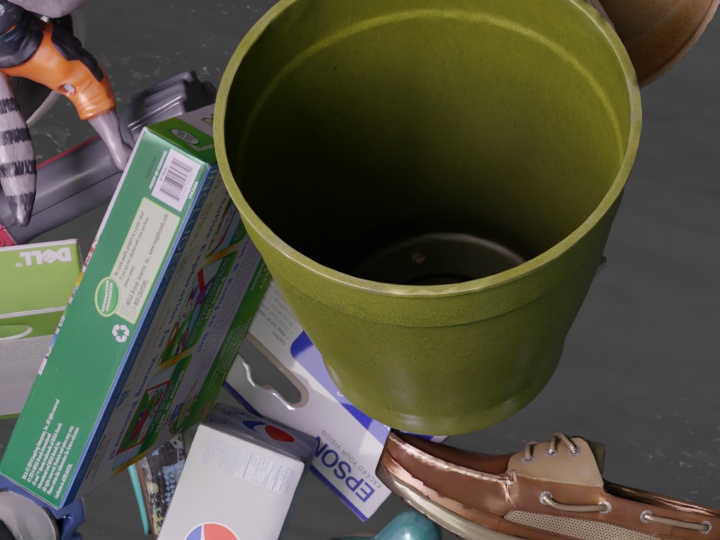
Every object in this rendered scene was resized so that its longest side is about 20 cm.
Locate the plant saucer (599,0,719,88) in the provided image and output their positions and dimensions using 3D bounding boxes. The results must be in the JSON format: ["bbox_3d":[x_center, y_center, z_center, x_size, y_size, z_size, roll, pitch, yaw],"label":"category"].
[{"bbox_3d":[0.108,-0.187,1.443,0.200,0.035,0.201,8,106,28],"label":"plant saucer"}]

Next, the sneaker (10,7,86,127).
[{"bbox_3d":[-0.246,-0.093,1.568,0.200,0.099,0.071,-30,88,21],"label":"sneaker"}]

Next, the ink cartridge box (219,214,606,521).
[{"bbox_3d":[0.000,0.000,1.529,0.198,0.047,0.200,44,113,5],"label":"ink cartridge box"}]

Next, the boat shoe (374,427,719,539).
[{"bbox_3d":[0.108,0.123,1.494,0.200,0.076,0.074,23,97,-4],"label":"boat shoe"}]

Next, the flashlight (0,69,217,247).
[{"bbox_3d":[-0.168,-0.052,1.570,0.200,0.068,0.068,-26,72,18],"label":"flashlight"}]

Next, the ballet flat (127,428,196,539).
[{"bbox_3d":[-0.095,0.149,1.588,0.074,0.074,0.200,-6,100,21],"label":"ballet flat"}]

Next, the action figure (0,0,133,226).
[{"bbox_3d":[-0.170,-0.131,1.455,0.200,0.105,0.194,-1,122,34],"label":"action figure"}]

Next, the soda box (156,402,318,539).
[{"bbox_3d":[-0.087,0.178,1.520,0.063,0.068,0.200,20,99,2],"label":"soda box"}]

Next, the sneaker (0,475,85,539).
[{"bbox_3d":[-0.232,0.213,1.615,0.080,0.115,0.200,20,107,16],"label":"sneaker"}]

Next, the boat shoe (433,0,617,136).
[{"bbox_3d":[0.075,-0.146,1.400,0.074,0.086,0.202,-10,97,31],"label":"boat shoe"}]

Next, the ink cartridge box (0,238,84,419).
[{"bbox_3d":[-0.217,0.024,1.498,0.147,0.200,0.076,-6,73,-12],"label":"ink cartridge box"}]

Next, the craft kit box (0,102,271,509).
[{"bbox_3d":[-0.094,0.007,1.435,0.048,0.197,0.200,30,108,14],"label":"craft kit box"}]

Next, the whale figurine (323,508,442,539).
[{"bbox_3d":[0.033,0.212,1.523,0.200,0.104,0.159,0,100,23],"label":"whale figurine"}]

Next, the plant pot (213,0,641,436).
[{"bbox_3d":[0.036,-0.020,1.371,0.200,0.201,0.193,19,149,15],"label":"plant pot"}]
